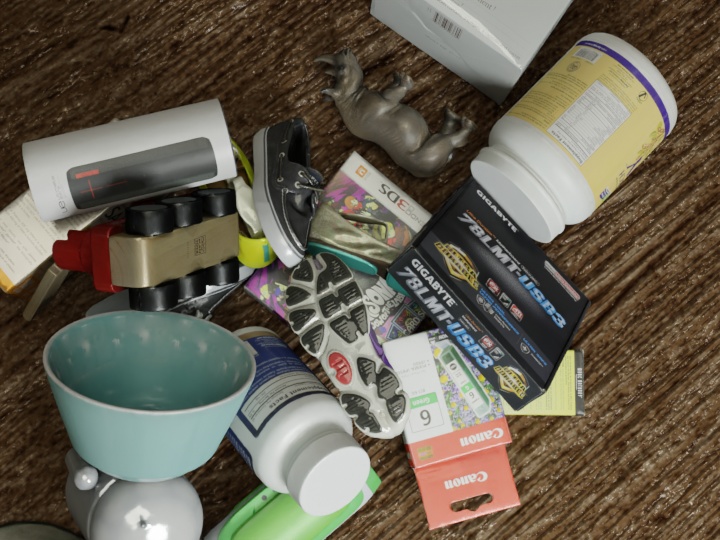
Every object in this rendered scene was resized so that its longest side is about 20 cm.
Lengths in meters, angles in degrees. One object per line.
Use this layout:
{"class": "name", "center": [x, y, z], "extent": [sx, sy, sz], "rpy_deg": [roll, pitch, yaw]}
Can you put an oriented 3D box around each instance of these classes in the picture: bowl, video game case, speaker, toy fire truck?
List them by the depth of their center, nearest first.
{"class": "bowl", "center": [-0.204, 0.128, 1.079], "extent": [0.199, 0.201, 0.106], "rpy_deg": [7, 112, -3]}
{"class": "speaker", "center": [-0.226, -0.108, 1.099], "extent": [0.198, 0.081, 0.082], "rpy_deg": [-14, 84, -8]}
{"class": "toy fire truck", "center": [-0.240, -0.013, 1.135], "extent": [0.198, 0.176, 0.130], "rpy_deg": [5, 104, 25]}
{"class": "speaker", "center": [-0.076, 0.260, 1.188], "extent": [0.200, 0.088, 0.089], "rpy_deg": [-39, 87, -8]}
{"class": "video game case", "center": [0.000, 0.000, 1.250], "extent": [0.181, 0.036, 0.200], "rpy_deg": [39, 82, 2]}

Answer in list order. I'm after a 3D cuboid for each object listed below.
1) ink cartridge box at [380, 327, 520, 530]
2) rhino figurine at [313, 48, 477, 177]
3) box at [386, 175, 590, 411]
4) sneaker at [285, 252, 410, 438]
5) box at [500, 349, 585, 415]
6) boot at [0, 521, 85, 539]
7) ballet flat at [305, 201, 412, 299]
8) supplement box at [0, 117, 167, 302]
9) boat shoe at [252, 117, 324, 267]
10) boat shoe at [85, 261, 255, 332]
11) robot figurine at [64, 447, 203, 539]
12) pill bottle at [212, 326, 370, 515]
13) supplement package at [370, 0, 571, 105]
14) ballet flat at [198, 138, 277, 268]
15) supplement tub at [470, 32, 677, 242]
{"class": "ink cartridge box", "center": [0.097, 0.161, 1.178], "extent": [0.108, 0.050, 0.202], "rpy_deg": [-14, 81, -5]}
{"class": "rhino figurine", "center": [0.028, -0.182, 1.263], "extent": [0.199, 0.060, 0.088], "rpy_deg": [36, 92, 4]}
{"class": "box", "center": [0.141, 0.018, 1.184], "extent": [0.200, 0.199, 0.050], "rpy_deg": [47, 127, -2]}
{"class": "sneaker", "center": [-0.014, 0.080, 1.141], "extent": [0.080, 0.083, 0.201], "rpy_deg": [-25, 80, 2]}
{"class": "box", "center": [0.146, 0.124, 1.239], "extent": [0.198, 0.050, 0.076], "rpy_deg": [0, 83, -5]}
{"class": "boot", "center": [-0.308, 0.302, 1.141], "extent": [0.198, 0.131, 0.068], "rpy_deg": [9, 83, -3]}
{"class": "ballet flat", "center": [0.033, -0.018, 1.205], "extent": [0.198, 0.067, 0.063], "rpy_deg": [24, 72, -1]}
{"class": "supplement box", "center": [-0.304, -0.058, 1.189], "extent": [0.200, 0.126, 0.074], "rpy_deg": [-41, 87, -7]}
{"class": "boat shoe", "center": [-0.070, -0.091, 1.196], "extent": [0.066, 0.201, 0.070], "rpy_deg": [-27, 130, 17]}
{"class": "boat shoe", "center": [-0.196, 0.040, 1.207], "extent": [0.198, 0.073, 0.069], "rpy_deg": [-30, 124, -33]}
{"class": "robot figurine", "center": [-0.227, 0.235, 1.123], "extent": [0.169, 0.200, 0.113], "rpy_deg": [40, 83, -31]}
{"class": "pill bottle", "center": [-0.077, 0.153, 1.139], "extent": [0.111, 0.111, 0.200], "rpy_deg": [-41, 47, -8]}
{"class": "supplement package", "center": [0.145, -0.334, 1.247], "extent": [0.190, 0.147, 0.201], "rpy_deg": [35, 83, 1]}
{"class": "ballet flat", "center": [-0.141, -0.096, 1.214], "extent": [0.066, 0.067, 0.201], "rpy_deg": [-23, 70, -16]}
{"class": "supplement tub", "center": [0.232, -0.144, 1.230], "extent": [0.145, 0.145, 0.200], "rpy_deg": [45, 82, 2]}
